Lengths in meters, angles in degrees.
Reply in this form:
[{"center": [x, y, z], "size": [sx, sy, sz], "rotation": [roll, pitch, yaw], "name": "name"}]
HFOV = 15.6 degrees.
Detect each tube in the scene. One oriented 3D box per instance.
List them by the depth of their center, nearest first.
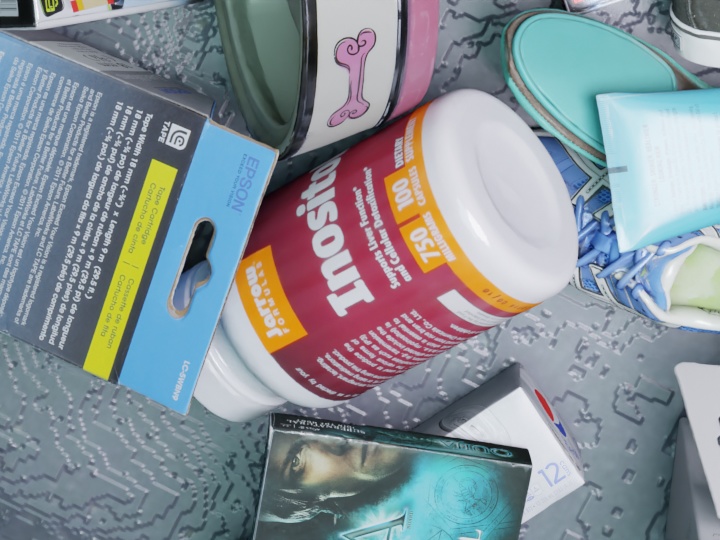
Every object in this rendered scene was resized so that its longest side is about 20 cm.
[{"center": [0.217, -0.064, 1.294], "size": [0.200, 0.050, 0.077], "rotation": [-10, 89, -11], "name": "tube"}]

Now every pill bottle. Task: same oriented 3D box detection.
[{"center": [0.000, 0.000, 1.315], "size": [0.200, 0.113, 0.113], "rotation": [-29, 99, 30], "name": "pill bottle"}]

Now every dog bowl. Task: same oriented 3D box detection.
[{"center": [-0.020, -0.156, 1.276], "size": [0.074, 0.200, 0.200], "rotation": [-7, 100, -14], "name": "dog bowl"}]

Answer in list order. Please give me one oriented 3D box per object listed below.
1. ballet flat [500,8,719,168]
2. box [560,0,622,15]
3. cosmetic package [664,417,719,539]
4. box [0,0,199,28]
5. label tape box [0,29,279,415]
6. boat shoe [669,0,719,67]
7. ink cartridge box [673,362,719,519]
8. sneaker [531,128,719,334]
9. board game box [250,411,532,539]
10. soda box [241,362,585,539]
[{"center": [0.151, -0.073, 1.335], "size": [0.200, 0.070, 0.067], "rotation": [22, 81, -13], "name": "ballet flat"}, {"center": [0.124, -0.239, 1.328], "size": [0.110, 0.035, 0.200], "rotation": [-20, 99, 4], "name": "box"}, {"center": [0.213, 0.149, 1.309], "size": [0.113, 0.200, 0.081], "rotation": [6, 108, 3], "name": "cosmetic package"}, {"center": [-0.139, -0.226, 1.301], "size": [0.035, 0.110, 0.200], "rotation": [6, 106, 46], "name": "box"}, {"center": [-0.137, -0.031, 1.329], "size": [0.200, 0.063, 0.144], "rotation": [24, 101, 19], "name": "label tape box"}, {"center": [0.253, -0.144, 1.301], "size": [0.200, 0.071, 0.064], "rotation": [-7, 130, -4], "name": "boat shoe"}, {"center": [0.265, 0.068, 1.279], "size": [0.200, 0.115, 0.068], "rotation": [5, 131, -14], "name": "ink cartridge box"}, {"center": [0.137, -0.019, 1.346], "size": [0.200, 0.077, 0.076], "rotation": [18, 102, 2], "name": "sneaker"}, {"center": [0.004, 0.178, 1.343], "size": [0.135, 0.028, 0.200], "rotation": [8, 105, -5], "name": "board game box"}, {"center": [0.019, 0.132, 1.383], "size": [0.200, 0.068, 0.063], "rotation": [-33, 97, 8], "name": "soda box"}]
